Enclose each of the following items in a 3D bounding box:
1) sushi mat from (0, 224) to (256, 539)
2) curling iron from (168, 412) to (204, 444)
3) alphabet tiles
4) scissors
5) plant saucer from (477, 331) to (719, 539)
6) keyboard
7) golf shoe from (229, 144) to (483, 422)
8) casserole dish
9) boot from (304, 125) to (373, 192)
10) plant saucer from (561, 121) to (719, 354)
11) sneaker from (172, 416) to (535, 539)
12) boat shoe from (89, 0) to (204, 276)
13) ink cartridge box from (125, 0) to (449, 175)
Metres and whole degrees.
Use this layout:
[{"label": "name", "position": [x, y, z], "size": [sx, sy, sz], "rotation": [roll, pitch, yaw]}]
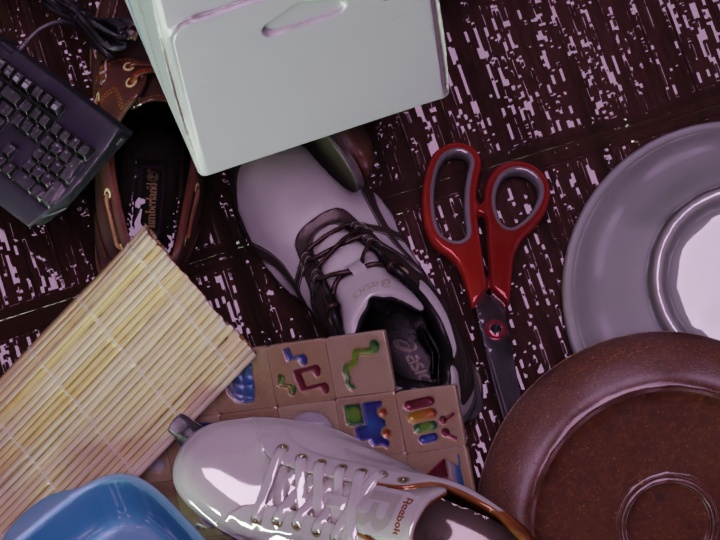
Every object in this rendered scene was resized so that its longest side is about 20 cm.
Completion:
[{"label": "sushi mat", "position": [-0.151, 0.078, 1.378], "size": [0.096, 0.012, 0.200], "rotation": [47, 106, 8]}, {"label": "curling iron", "position": [-0.025, 0.146, 1.339], "size": [0.200, 0.026, 0.050], "rotation": [45, 56, 4]}, {"label": "alphabet tiles", "position": [-0.035, 0.121, 1.363], "size": [0.200, 0.006, 0.167], "rotation": [-8, 97, 17]}, {"label": "scissors", "position": [0.066, 0.023, 1.410], "size": [0.073, 0.014, 0.200], "rotation": [6, 69, -5]}, {"label": "plant saucer", "position": [0.162, 0.134, 1.361], "size": [0.200, 0.034, 0.200], "rotation": [0, 96, -2]}, {"label": "keyboard", "position": [-0.200, -0.116, 1.414], "size": [0.200, 0.021, 0.127], "rotation": [36, 81, 31]}, {"label": "golf shoe", "position": [0.000, 0.000, 1.390], "size": [0.078, 0.094, 0.200], "rotation": [-38, 79, -6]}, {"label": "casserole dish", "position": [-0.117, 0.189, 1.311], "size": [0.121, 0.039, 0.200], "rotation": [-40, 48, -9]}, {"label": "boot", "position": [0.037, -0.155, 1.423], "size": [0.200, 0.064, 0.186], "rotation": [-25, 62, -8]}, {"label": "plant saucer", "position": [0.213, 0.009, 1.408], "size": [0.200, 0.050, 0.200], "rotation": [0, 78, 0]}, {"label": "sneaker", "position": [0.000, 0.117, 1.293], "size": [0.200, 0.085, 0.073], "rotation": [16, 76, 5]}, {"label": "boat shoe", "position": [-0.114, -0.085, 1.418], "size": [0.070, 0.070, 0.200], "rotation": [0, 78, -11]}, {"label": "ink cartridge box", "position": [-0.057, -0.179, 1.327], "size": [0.145, 0.145, 0.200], "rotation": [-19, 48, -6]}]
